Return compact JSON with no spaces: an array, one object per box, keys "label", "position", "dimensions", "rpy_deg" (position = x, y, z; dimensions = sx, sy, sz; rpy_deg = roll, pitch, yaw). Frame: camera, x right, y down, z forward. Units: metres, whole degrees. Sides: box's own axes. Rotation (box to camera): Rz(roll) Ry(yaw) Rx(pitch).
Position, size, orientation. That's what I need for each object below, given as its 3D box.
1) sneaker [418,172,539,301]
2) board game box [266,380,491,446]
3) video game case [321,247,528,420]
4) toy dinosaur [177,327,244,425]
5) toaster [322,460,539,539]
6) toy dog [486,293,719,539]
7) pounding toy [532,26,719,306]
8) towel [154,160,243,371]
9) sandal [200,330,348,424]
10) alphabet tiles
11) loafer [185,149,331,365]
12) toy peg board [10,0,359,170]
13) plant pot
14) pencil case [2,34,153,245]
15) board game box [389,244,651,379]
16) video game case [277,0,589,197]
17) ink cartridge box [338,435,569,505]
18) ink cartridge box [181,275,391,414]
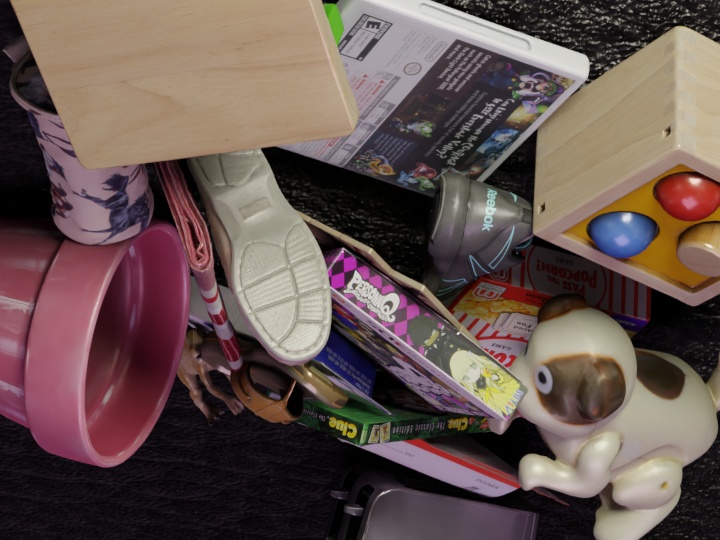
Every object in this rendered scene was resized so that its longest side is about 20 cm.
[{"label":"sneaker","position":[0.086,-0.016,1.710],"dimensions":[0.079,0.076,0.200],"rpy_deg":[7,167,-2]},{"label":"board game box","position":[0.021,0.117,1.910],"dimensions":[0.104,0.024,0.200],"rpy_deg":[20,-168,36]},{"label":"video game case","position":[0.026,0.049,1.785],"dimensions":[0.181,0.036,0.200],"rpy_deg":[38,171,-11]},{"label":"toy dinosaur","position":[-0.143,0.078,1.974],"dimensions":[0.101,0.058,0.200],"rpy_deg":[47,159,-12]},{"label":"toaster","position":[0.069,0.257,2.122],"dimensions":[0.199,0.119,0.181],"rpy_deg":[11,-177,-9]},{"label":"toy dog","position":[0.195,0.107,1.808],"dimensions":[0.193,0.140,0.200],"rpy_deg":[-26,141,21]},{"label":"pounding toy","position":[0.255,-0.050,1.608],"dimensions":[0.199,0.143,0.184],"rpy_deg":[23,146,-28]},{"label":"towel","position":[-0.122,-0.023,1.706],"dimensions":[0.023,0.145,0.200],"rpy_deg":[-19,156,-3]},{"label":"sandal","position":[-0.074,0.090,1.797],"dimensions":[0.080,0.054,0.200],"rpy_deg":[36,166,-27]},{"label":"alphabet tiles","position":[0.000,0.000,1.761],"dimensions":[0.200,0.006,0.166],"rpy_deg":[28,168,39]},{"label":"loafer","position":[-0.074,-0.018,1.686],"dimensions":[0.072,0.201,0.063],"rpy_deg":[-19,162,-14]},{"label":"toy peg board","position":[-0.114,-0.184,1.496],"dimensions":[0.199,0.098,0.200],"rpy_deg":[-7,126,18]},{"label":"plant pot","position":[-0.255,0.038,1.817],"dimensions":[0.178,0.201,0.200],"rpy_deg":[14,153,17]},{"label":"pencil case","position":[-0.202,-0.094,1.671],"dimensions":[0.078,0.089,0.200],"rpy_deg":[-36,155,-16]},{"label":"board game box","position":[0.130,0.048,1.895],"dimensions":[0.151,0.047,0.200],"rpy_deg":[14,149,-15]},{"label":"video game case","position":[0.037,-0.124,1.637],"dimensions":[0.181,0.023,0.200],"rpy_deg":[17,147,-19]},{"label":"ink cartridge box","position":[0.066,0.166,2.005],"dimensions":[0.162,0.057,0.200],"rpy_deg":[24,-173,-30]},{"label":"ink cartridge box","position":[-0.060,0.059,1.868],"dimensions":[0.199,0.039,0.099],"rpy_deg":[19,165,44]}]
